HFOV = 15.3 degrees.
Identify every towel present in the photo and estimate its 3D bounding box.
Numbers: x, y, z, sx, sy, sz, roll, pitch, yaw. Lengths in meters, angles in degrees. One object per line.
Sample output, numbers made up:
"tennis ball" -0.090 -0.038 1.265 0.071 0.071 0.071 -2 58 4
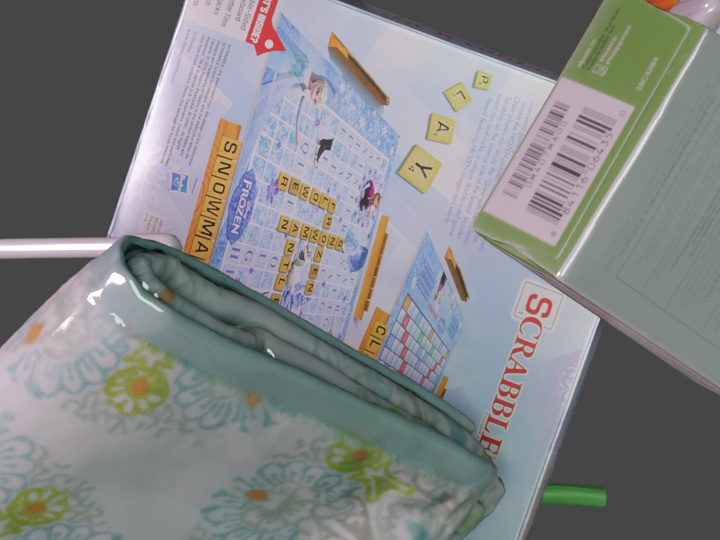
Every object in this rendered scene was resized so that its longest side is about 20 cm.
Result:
"towel" -0.066 0.086 0.992 0.199 0.048 0.171 31 117 -33

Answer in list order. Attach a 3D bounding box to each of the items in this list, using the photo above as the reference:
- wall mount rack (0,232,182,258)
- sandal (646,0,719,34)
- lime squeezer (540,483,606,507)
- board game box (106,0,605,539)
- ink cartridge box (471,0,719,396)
"wall mount rack" -0.158 -0.060 0.951 0.172 0.075 0.202 -5 96 -16
"sandal" 0.126 -0.071 1.098 0.059 0.079 0.207 33 101 -19
"lime squeezer" 0.005 0.120 1.113 0.199 0.038 0.071 -31 94 -4
"board game box" 0.000 0.000 1.063 0.198 0.041 0.201 21 100 8
"ink cartridge box" 0.144 -0.009 1.013 0.199 0.059 0.104 32 89 -38
